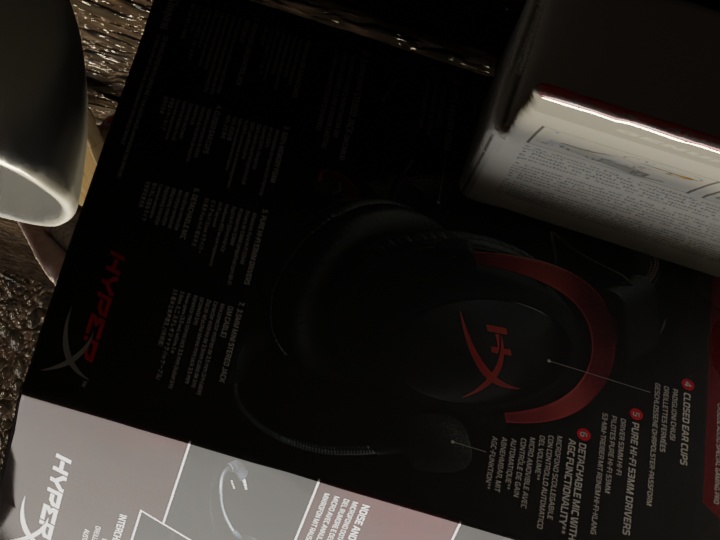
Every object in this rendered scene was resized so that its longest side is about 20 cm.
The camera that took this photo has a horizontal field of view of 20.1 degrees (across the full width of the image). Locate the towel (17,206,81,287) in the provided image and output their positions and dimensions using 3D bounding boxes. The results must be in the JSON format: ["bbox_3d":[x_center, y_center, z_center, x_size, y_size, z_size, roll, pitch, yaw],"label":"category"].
[{"bbox_3d":[-0.086,-0.001,1.084,0.198,0.032,0.191,20,-169,-24],"label":"towel"}]

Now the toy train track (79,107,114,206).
[{"bbox_3d":[-0.073,-0.024,0.808,0.200,0.032,0.116,29,144,56],"label":"toy train track"}]

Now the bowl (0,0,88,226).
[{"bbox_3d":[-0.164,-0.079,0.567,0.198,0.075,0.200,20,175,-6],"label":"bowl"}]

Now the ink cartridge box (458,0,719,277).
[{"bbox_3d":[0.125,-0.014,0.417,0.198,0.045,0.176,18,175,0],"label":"ink cartridge box"}]

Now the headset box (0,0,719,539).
[{"bbox_3d":[0.022,0.025,0.514,0.198,0.150,0.075,16,137,-6],"label":"headset box"}]
